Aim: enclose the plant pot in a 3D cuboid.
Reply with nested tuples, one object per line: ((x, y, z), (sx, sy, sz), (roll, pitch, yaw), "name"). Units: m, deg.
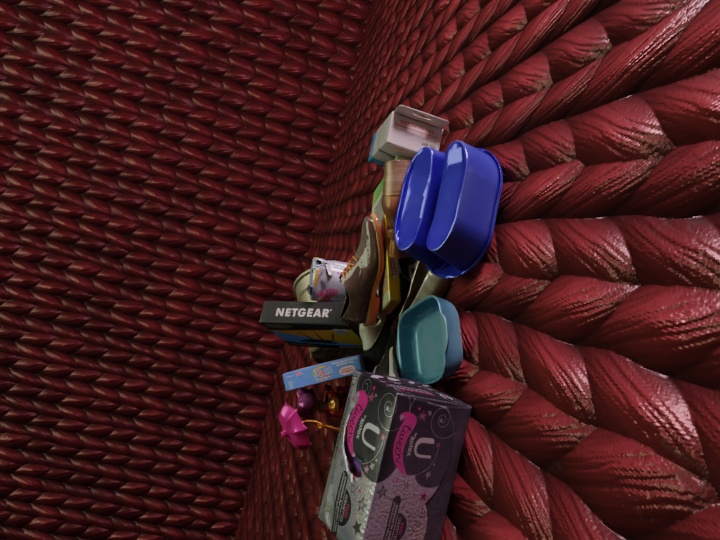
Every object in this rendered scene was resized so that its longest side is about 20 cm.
((-0.057, 0.116, 1.312), (0.201, 0.196, 0.187), (120, 149, -50), "plant pot")

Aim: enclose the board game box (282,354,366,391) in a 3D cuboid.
((-0.059, 0.201, 1.111), (0.200, 0.148, 0.037), (44, -148, -80), "board game box")

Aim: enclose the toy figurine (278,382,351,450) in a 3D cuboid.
((-0.066, 0.278, 1.076), (0.202, 0.180, 0.152), (-90, 13, -45), "toy figurine")

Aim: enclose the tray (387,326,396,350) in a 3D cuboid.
((0.044, 0.172, 1.115), (0.201, 0.022, 0.109), (-104, 30, -66), "tray")

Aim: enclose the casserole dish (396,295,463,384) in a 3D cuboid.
((0.103, 0.110, 0.832), (0.200, 0.038, 0.124), (131, 136, -67), "casserole dish")

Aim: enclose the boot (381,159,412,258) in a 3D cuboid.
((0.099, -0.103, 0.940), (0.073, 0.198, 0.158), (4, 100, 41), "boot")

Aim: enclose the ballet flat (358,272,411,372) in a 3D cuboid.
((0.037, 0.095, 1.061), (0.203, 0.067, 0.068), (-67, 15, 0), "ballet flat")

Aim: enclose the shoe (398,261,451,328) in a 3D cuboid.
((0.116, 0.005, 0.905), (0.070, 0.052, 0.204), (-113, 39, -70), "shoe")

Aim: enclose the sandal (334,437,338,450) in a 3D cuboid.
((0.011, 0.294, 0.920), (0.199, 0.045, 0.076), (-36, 70, 42), "sandal")

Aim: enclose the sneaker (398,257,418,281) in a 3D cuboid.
((0.112, -0.066, 1.017), (0.084, 0.079, 0.204), (76, -162, -60), "sneaker")

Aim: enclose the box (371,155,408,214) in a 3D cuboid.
((0.058, -0.116, 1.154), (0.145, 0.036, 0.204), (127, 152, -58), "box")

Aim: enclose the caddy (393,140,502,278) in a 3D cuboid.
((0.134, -0.092, 0.821), (0.140, 0.104, 0.204), (4, 78, 53), "caddy")

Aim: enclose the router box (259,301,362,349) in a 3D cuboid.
((-0.087, 0.115, 1.147), (0.149, 0.196, 0.052), (52, -137, -56), "router box")

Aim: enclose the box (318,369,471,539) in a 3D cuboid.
((0.043, 0.249, 0.718), (0.114, 0.130, 0.204), (9, 84, 59), "box")

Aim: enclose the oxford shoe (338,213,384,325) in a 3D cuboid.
((0.000, 0.000, 0.979), (0.071, 0.071, 0.205), (-126, 39, -75), "oxford shoe")

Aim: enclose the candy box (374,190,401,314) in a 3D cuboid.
((0.048, -0.032, 0.998), (0.102, 0.026, 0.204), (121, 148, -70), "candy box")

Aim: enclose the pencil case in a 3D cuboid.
((-0.009, 0.023, 1.113), (0.084, 0.195, 0.092), (-98, 18, -58), "pencil case")

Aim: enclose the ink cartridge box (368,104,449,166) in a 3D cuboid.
((0.097, -0.268, 1.164), (0.200, 0.114, 0.069), (163, 121, -77), "ink cartridge box")

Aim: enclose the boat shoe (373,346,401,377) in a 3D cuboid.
((0.043, 0.189, 0.914), (0.200, 0.059, 0.075), (-86, -27, -71), "boat shoe")
